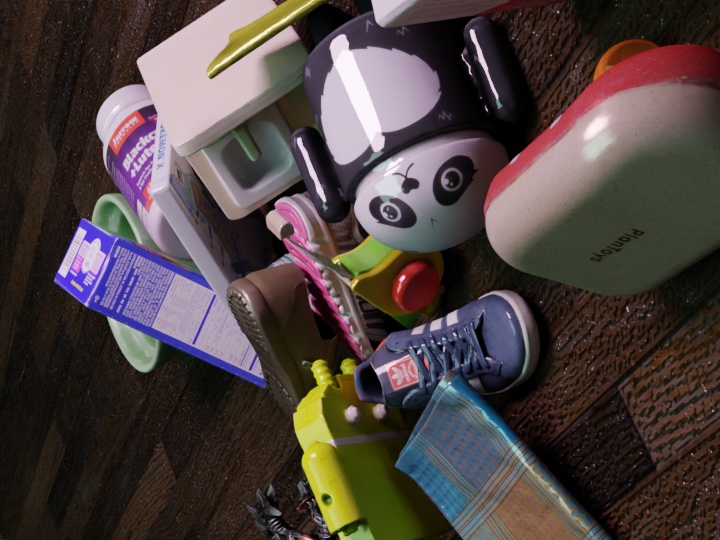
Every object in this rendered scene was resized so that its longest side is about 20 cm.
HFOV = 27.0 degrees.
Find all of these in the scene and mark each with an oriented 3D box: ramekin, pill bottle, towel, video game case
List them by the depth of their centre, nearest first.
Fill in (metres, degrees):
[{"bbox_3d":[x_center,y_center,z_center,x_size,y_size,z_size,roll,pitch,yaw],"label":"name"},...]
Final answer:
[{"bbox_3d":[-0.026,-0.206,1.085,0.199,0.086,0.018,-31,103,22],"label":"towel"},{"bbox_3d":[0.110,0.181,1.124,0.200,0.022,0.147,48,147,16],"label":"towel"},{"bbox_3d":[-0.132,-0.054,1.378,0.183,0.022,0.201,-95,-21,-52],"label":"video game case"},{"bbox_3d":[-0.203,-0.110,1.572,0.200,0.110,0.113,50,144,42],"label":"pill bottle"},{"bbox_3d":[-0.221,0.005,1.680,0.200,0.097,0.203,39,136,51],"label":"ramekin"}]

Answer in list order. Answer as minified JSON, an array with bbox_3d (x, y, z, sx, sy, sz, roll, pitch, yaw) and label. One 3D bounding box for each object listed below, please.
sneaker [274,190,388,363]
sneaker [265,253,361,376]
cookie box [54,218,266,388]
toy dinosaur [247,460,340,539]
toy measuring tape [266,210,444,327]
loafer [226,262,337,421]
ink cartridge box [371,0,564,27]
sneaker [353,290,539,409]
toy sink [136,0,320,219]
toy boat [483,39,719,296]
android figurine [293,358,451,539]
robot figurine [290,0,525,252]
[{"bbox_3d":[0.000,0.000,1.269,0.074,0.087,0.201,35,155,49],"label":"sneaker"},{"bbox_3d":[-0.047,0.072,1.368,0.070,0.092,0.203,31,130,55],"label":"sneaker"},{"bbox_3d":[-0.186,0.030,1.487,0.076,0.198,0.171,-64,23,-2],"label":"cookie box"},{"bbox_3d":[-0.028,0.249,1.424,0.135,0.102,0.202,31,113,28],"label":"toy dinosaur"},{"bbox_3d":[0.009,-0.017,1.154,0.073,0.199,0.074,-18,56,30],"label":"toy measuring tape"},{"bbox_3d":[-0.049,0.073,1.276,0.076,0.067,0.201,43,161,43],"label":"loafer"},{"bbox_3d":[0.103,-0.218,0.864,0.200,0.145,0.084,-23,80,63],"label":"ink cartridge box"},{"bbox_3d":[0.060,0.071,1.155,0.200,0.084,0.076,-35,71,58],"label":"sneaker"},{"bbox_3d":[-0.089,-0.131,1.237,0.113,0.130,0.200,57,180,-32],"label":"toy sink"},{"bbox_3d":[0.160,-0.076,0.879,0.200,0.129,0.132,137,145,-61],"label":"toy boat"},{"bbox_3d":[0.012,0.165,1.218,0.041,0.181,0.202,-31,72,27],"label":"android figurine"},{"bbox_3d":[0.030,-0.112,1.085,0.202,0.123,0.150,69,153,17],"label":"robot figurine"}]
